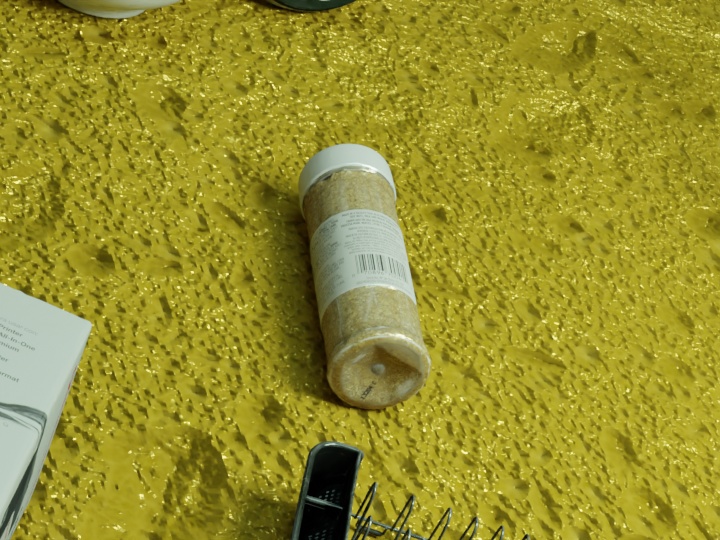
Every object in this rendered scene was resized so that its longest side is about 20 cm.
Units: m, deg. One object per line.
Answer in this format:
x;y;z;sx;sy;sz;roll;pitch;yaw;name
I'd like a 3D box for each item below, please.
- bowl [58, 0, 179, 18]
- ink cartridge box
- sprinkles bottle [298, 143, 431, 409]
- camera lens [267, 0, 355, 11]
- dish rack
-0.197;-0.261;1.361;0.200;0.091;0.202;15;38;-12;bowl
-0.211;0.117;0.836;0.083;0.145;0.200;22;36;-4;ink cartridge box
0.000;0.000;1.169;0.068;0.068;0.201;11;38;-18;sprinkles bottle
-0.053;-0.329;1.469;0.159;0.160;0.200;0;43;-30;camera lens
0.048;0.190;0.973;0.199;0.055;0.154;20;37;-7;dish rack
